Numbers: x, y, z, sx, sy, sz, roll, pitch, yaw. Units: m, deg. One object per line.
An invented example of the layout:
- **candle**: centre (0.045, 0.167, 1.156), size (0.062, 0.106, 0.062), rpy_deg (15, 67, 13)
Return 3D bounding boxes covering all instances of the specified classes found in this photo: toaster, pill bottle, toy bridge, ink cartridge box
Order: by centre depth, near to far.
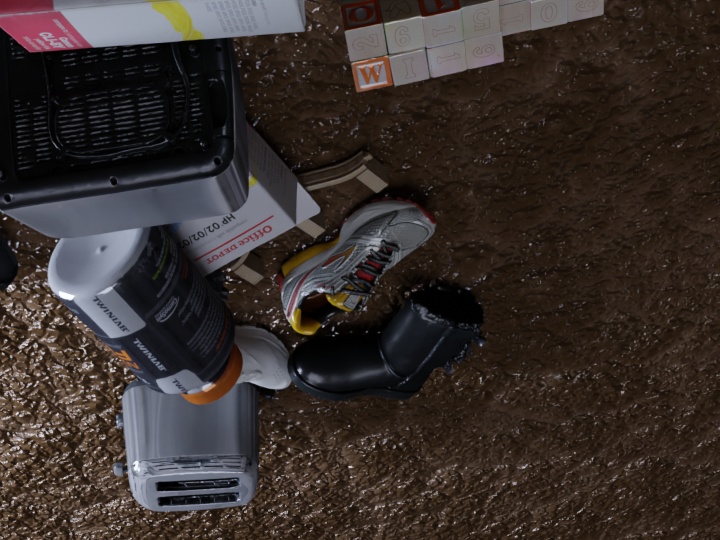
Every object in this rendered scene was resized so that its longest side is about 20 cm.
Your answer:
- **ink cartridge box**: centre (-0.136, -0.230, 0.667), size (0.196, 0.148, 0.083), rpy_deg (-4, 174, 1)
- **toaster**: centre (-0.171, -0.134, 0.756), size (0.196, 0.184, 0.119), rpy_deg (-9, 167, 0)
- **pill bottle**: centre (-0.181, 0.040, 0.914), size (0.105, 0.107, 0.201), rpy_deg (-20, 135, 14)
- **ink cartridge box**: centre (-0.134, -0.074, 0.916), size (0.114, 0.069, 0.200), rpy_deg (-26, 129, 22)
- **toy bridge**: centre (-0.062, -0.059, 1.000), size (0.199, 0.028, 0.067), rpy_deg (-36, 132, 28)
- **toaster**: centre (-0.192, 0.206, 1.212), size (0.196, 0.131, 0.115), rpy_deg (-1, 141, -9)

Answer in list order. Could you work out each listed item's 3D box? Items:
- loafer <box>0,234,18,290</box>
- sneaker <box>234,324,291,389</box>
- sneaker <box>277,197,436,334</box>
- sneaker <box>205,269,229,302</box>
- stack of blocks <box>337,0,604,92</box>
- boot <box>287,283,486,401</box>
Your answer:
- **loafer**: centre (-0.373, -0.050, 0.920), size (0.069, 0.069, 0.201), rpy_deg (-11, 138, 21)
- **sneaker**: centre (-0.154, 0.099, 1.125), size (0.199, 0.088, 0.074), rpy_deg (28, 127, -37)
- **sneaker**: centre (0.000, 0.000, 1.038), size (0.199, 0.083, 0.077), rpy_deg (-36, 134, 28)
- **sneaker**: centre (-0.222, 0.008, 1.018), size (0.097, 0.072, 0.199), rpy_deg (6, 178, 40)
- **stack of blocks**: centre (0.081, -0.214, 0.772), size (0.196, 0.117, 0.059), rpy_deg (-11, 141, 3)
- **boot**: centre (0.034, 0.080, 1.148), size (0.196, 0.074, 0.163), rpy_deg (9, 140, -31)
